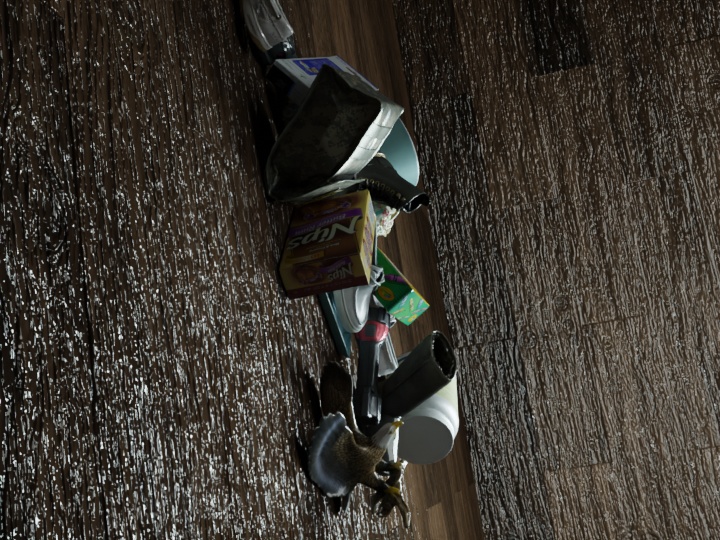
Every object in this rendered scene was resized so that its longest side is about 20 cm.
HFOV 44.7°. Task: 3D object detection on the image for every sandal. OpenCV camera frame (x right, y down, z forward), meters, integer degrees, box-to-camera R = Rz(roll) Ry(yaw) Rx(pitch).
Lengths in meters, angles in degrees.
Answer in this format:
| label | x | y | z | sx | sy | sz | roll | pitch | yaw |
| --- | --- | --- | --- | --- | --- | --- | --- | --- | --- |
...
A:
| label | x | y | z | sx | sy | sz | roll | pitch | yaw |
| --- | --- | --- | --- | --- | --- | --- | --- | --- | --- |
| sandal | -0.122 | -0.355 | 1.347 | 0.200 | 0.048 | 0.075 | -47 | 124 | -75 |

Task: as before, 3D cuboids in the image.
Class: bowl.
| label | x | y | z | sx | sy | sz | roll | pitch | yaw |
| --- | --- | --- | --- | --- | --- | --- | --- | --- | --- |
| bowl | 0.006 | -0.210 | 1.606 | 0.201 | 0.105 | 0.201 | 47 | -24 | 28 |

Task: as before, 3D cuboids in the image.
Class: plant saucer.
| label | x | y | z | sx | sy | sz | roll | pitch | yaw |
| --- | --- | --- | --- | --- | --- | --- | --- | --- | --- |
| plant saucer | -0.049 | 0.046 | 1.407 | 0.070 | 0.019 | 0.200 | -86 | 161 | -56 |

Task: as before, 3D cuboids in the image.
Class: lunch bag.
| label | x | y | z | sx | sy | sz | roll | pitch | yaw |
| --- | --- | --- | --- | --- | --- | --- | --- | --- | --- |
| lunch bag | -0.043 | -0.174 | 1.239 | 0.118 | 0.200 | 0.164 | 36 | 13 | 7 |

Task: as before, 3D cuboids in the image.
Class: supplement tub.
| label | x | y | z | sx | sy | sz | roll | pitch | yaw |
| --- | --- | --- | --- | --- | --- | --- | --- | --- | --- |
| supplement tub | 0.120 | 0.268 | 1.728 | 0.200 | 0.145 | 0.145 | -83 | 160 | -59 |

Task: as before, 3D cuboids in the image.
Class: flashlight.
| label | x | y | z | sx | sy | sz | roll | pitch | yaw |
| --- | --- | --- | --- | --- | --- | --- | --- | --- | --- |
| flashlight | 0.013 | 0.160 | 1.465 | 0.068 | 0.068 | 0.200 | 25 | 56 | -35 |

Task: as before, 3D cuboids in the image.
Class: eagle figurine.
| label | x | y | z | sx | sy | sz | roll | pitch | yaw |
| --- | --- | --- | --- | --- | --- | --- | --- | --- | --- |
| eagle figurine | -0.010 | 0.241 | 1.202 | 0.200 | 0.151 | 0.152 | 43 | -20 | -21 |

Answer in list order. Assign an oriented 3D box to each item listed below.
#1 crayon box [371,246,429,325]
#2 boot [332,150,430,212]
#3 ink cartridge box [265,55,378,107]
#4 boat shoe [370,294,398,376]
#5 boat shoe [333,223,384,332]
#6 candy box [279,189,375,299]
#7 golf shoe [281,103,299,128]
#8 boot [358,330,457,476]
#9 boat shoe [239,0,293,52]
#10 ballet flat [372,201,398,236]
| label | x | y | z | sx | sy | sz | roll | pitch | yaw |
| --- | --- | --- | --- | --- | --- | --- | --- | --- | --- |
| crayon box | 0.050 | 0.025 | 1.542 | 0.119 | 0.058 | 0.200 | 50 | 3 | 16 |
| boot | 0.013 | -0.133 | 1.422 | 0.200 | 0.138 | 0.078 | -28 | 150 | -44 |
| ink cartridge box | -0.056 | -0.292 | 1.373 | 0.099 | 0.039 | 0.200 | 41 | 29 | 12 |
| boat shoe | 0.033 | 0.099 | 1.651 | 0.072 | 0.068 | 0.200 | 55 | 26 | -66 |
| boat shoe | 0.000 | 0.000 | 1.414 | 0.070 | 0.071 | 0.201 | 1 | 87 | -62 |
| candy box | -0.043 | -0.041 | 1.257 | 0.200 | 0.117 | 0.057 | -85 | 161 | -58 |
| golf shoe | -0.067 | -0.224 | 1.416 | 0.200 | 0.078 | 0.097 | -29 | 127 | -58 |
| boot | 0.082 | 0.219 | 1.437 | 0.073 | 0.200 | 0.182 | 21 | 46 | -43 |
| boat shoe | -0.139 | -0.409 | 1.234 | 0.071 | 0.069 | 0.200 | 18 | 54 | -75 |
| ballet flat | 0.038 | -0.099 | 1.560 | 0.076 | 0.064 | 0.200 | 55 | 10 | -5 |
